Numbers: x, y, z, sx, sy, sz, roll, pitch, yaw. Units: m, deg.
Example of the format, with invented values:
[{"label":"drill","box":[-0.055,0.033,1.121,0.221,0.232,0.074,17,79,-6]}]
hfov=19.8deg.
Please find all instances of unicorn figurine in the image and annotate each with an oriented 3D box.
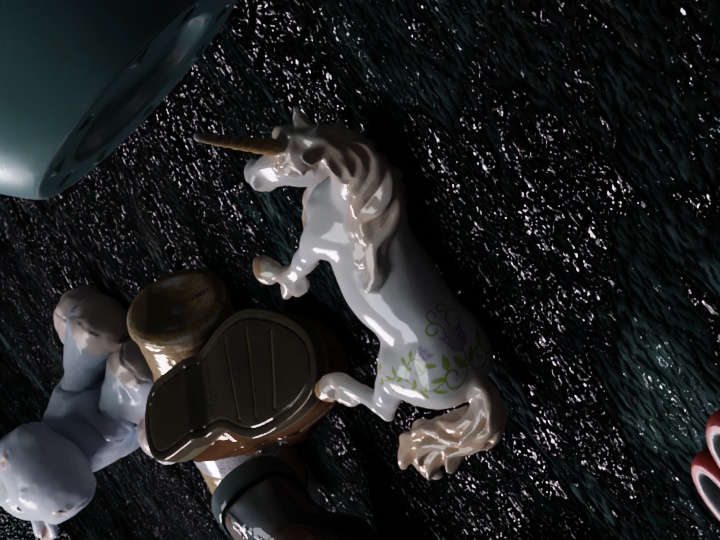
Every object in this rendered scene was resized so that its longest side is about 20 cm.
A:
[{"label":"unicorn figurine","box":[0.000,0.000,0.890,0.200,0.074,0.137,44,157,-11]}]

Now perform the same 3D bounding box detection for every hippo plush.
[{"label":"hippo plush","box":[-0.237,0.116,1.640,0.160,0.160,0.200,57,164,-9]}]

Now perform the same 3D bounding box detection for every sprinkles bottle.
[{"label":"sprinkles bottle","box":[-0.085,0.092,1.312,0.068,0.068,0.201,39,157,46]}]

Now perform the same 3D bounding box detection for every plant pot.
[{"label":"plant pot","box":[-0.144,-0.127,0.826,0.161,0.201,0.201,43,164,1]}]

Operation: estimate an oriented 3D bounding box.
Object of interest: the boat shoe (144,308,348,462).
[{"label":"boat shoe","box":[-0.052,0.065,1.172,0.200,0.068,0.073,-21,69,57]}]

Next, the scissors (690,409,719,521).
[{"label":"scissors","box":[0.180,0.118,0.683,0.200,0.014,0.073,44,158,33]}]

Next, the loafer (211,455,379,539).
[{"label":"loafer","box":[-0.026,0.180,1.246,0.063,0.072,0.200,50,-179,36]}]
